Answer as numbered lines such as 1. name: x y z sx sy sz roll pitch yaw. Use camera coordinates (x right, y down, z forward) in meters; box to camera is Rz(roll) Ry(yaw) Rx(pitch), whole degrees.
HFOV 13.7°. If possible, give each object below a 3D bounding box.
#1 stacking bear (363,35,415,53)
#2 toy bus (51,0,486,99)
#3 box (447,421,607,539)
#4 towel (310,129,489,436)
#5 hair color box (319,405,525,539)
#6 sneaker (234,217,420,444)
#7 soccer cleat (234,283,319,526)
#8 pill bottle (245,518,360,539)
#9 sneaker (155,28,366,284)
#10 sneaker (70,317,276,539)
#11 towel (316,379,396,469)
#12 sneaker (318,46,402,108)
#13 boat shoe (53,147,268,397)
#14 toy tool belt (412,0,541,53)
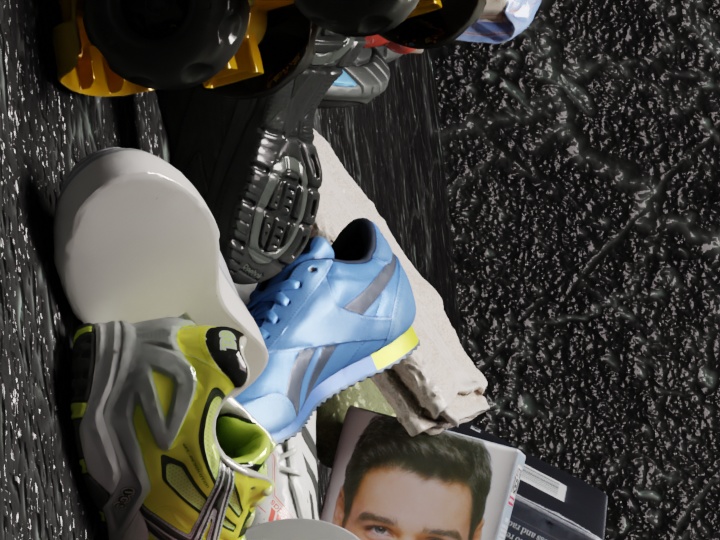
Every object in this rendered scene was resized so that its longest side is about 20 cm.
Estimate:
1. stacking bear: 0.003 -0.209 1.474 0.114 0.121 0.201 -93 -173 -77
2. toy bus: -0.041 -0.179 1.290 0.136 0.199 0.193 2 76 -72
3. box: 0.056 0.209 1.789 0.201 0.117 0.197 -63 176 6
4. towel: 0.000 0.000 1.604 0.200 0.034 0.132 55 11 5
5. hair color box: 0.018 0.184 1.629 0.061 0.098 0.201 48 56 -80
6. sneaker: -0.043 0.034 1.447 0.200 0.066 0.079 -33 114 -50
7. soccer cleat: -0.052 0.092 1.525 0.085 0.068 0.201 -95 -179 -66
8. pill bottle: -0.021 0.221 1.431 0.116 0.115 0.201 -90 171 -47
9. sneaker: -0.054 -0.099 1.427 0.076 0.090 0.201 11 100 -54
10. sneaker: -0.071 0.104 1.271 0.076 0.076 0.201 -93 175 -46
11. towel: -0.024 0.037 1.703 0.200 0.036 0.149 41 44 -49
12. sneaker: -0.029 -0.110 1.628 0.073 0.082 0.200 54 16 1
13. boat shoe: -0.091 -0.008 1.284 0.069 0.072 0.200 57 3 29
14. toy tool belt: 0.059 -0.168 1.631 0.200 0.124 0.124 -70 168 -64
